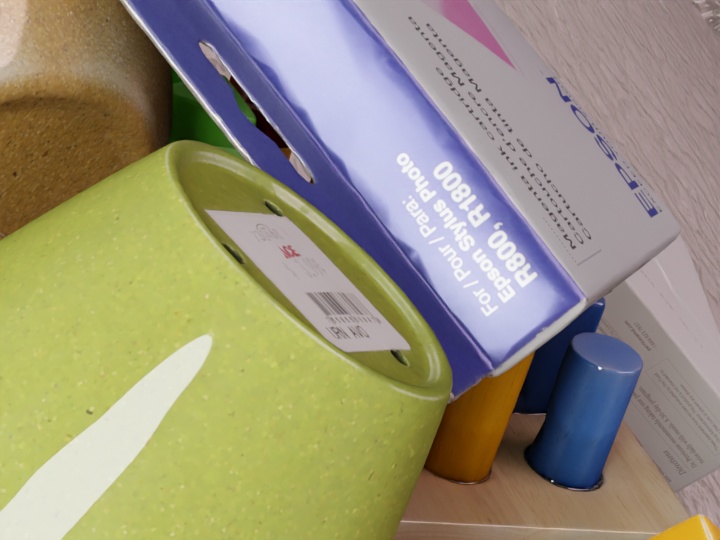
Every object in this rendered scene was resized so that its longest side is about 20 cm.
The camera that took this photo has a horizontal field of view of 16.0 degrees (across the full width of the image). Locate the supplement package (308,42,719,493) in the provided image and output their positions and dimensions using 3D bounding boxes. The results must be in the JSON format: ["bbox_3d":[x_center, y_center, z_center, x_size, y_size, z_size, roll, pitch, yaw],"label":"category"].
[{"bbox_3d":[0.043,0.036,1.150,0.152,0.200,0.151,48,18,-34],"label":"supplement package"}]

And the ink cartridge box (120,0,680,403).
[{"bbox_3d":[0.006,-0.064,0.771,0.197,0.043,0.200,52,18,4],"label":"ink cartridge box"}]

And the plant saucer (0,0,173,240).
[{"bbox_3d":[-0.124,-0.005,0.721,0.035,0.200,0.200,45,8,28],"label":"plant saucer"}]

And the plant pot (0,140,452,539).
[{"bbox_3d":[-0.074,0.071,0.654,0.187,0.200,0.187,39,15,-12],"label":"plant pot"}]

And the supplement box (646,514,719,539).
[{"bbox_3d":[0.108,0.173,0.861,0.200,0.126,0.074,43,22,-50],"label":"supplement box"}]

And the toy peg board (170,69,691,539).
[{"bbox_3d":[0.000,0.000,0.855,0.199,0.098,0.200,5,30,-24],"label":"toy peg board"}]
